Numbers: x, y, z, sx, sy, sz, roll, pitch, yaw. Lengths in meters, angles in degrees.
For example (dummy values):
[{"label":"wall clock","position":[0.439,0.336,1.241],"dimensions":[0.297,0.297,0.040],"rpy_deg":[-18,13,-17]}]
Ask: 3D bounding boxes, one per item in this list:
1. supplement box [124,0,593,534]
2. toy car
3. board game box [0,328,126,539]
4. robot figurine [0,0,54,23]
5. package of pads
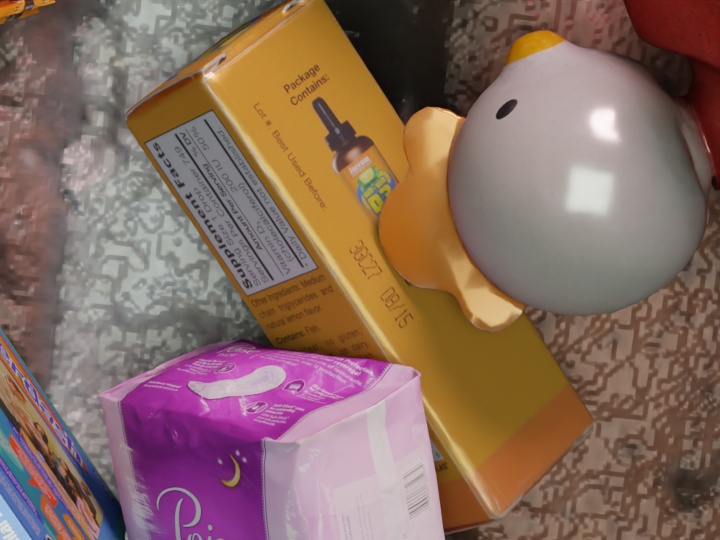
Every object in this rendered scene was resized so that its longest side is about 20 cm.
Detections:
[{"label":"supplement box","position":[0.000,0.000,1.095],"dimensions":[0.067,0.069,0.200],"rpy_deg":[-39,103,-35]},{"label":"toy car","position":[0.095,-0.058,1.043],"dimensions":[0.200,0.184,0.177],"rpy_deg":[-20,100,2]},{"label":"board game box","position":[-0.141,0.062,1.036],"dimensions":[0.045,0.200,0.152],"rpy_deg":[-33,99,3]},{"label":"robot figurine","position":[-0.140,-0.167,1.022],"dimensions":[0.058,0.145,0.200],"rpy_deg":[12,108,21]},{"label":"package of pads","position":[-0.021,0.131,1.083],"dimensions":[0.076,0.120,0.200],"rpy_deg":[-23,111,-41]}]
